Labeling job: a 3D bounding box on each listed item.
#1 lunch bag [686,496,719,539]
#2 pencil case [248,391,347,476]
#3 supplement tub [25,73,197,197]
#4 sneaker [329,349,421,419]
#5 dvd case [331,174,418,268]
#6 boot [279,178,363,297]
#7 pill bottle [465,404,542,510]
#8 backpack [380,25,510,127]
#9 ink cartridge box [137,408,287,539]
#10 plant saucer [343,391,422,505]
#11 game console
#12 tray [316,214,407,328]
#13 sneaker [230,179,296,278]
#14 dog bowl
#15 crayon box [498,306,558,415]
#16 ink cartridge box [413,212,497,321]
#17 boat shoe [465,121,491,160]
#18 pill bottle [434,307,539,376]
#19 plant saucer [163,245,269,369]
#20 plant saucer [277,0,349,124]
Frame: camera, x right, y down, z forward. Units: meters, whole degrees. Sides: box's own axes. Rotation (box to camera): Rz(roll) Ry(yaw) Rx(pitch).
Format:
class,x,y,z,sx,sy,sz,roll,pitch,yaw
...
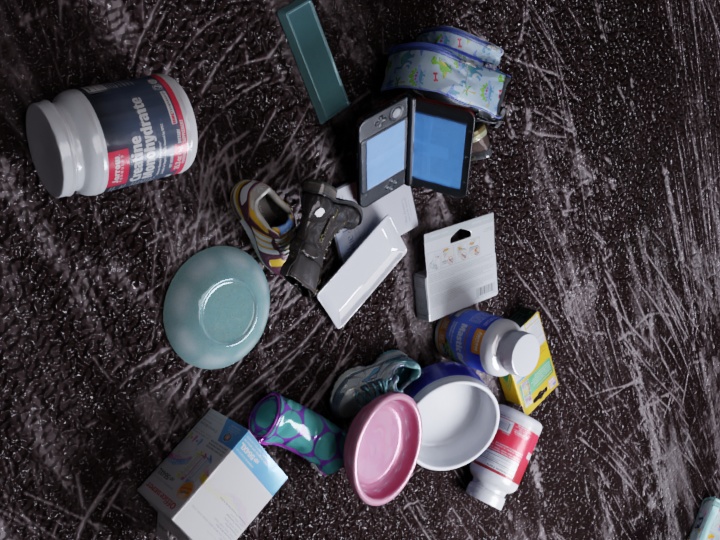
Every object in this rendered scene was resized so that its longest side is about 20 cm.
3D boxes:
class,x,y,z,sx,sy,sz,roll,pitch,yaw
lunch bag,1.034,0.767,2.538,0.200,0.121,0.172,41,74,-43
pencil case,-0.103,0.288,1.514,0.199,0.084,0.094,37,63,-38
supplement tub,-0.336,-0.183,1.185,0.198,0.139,0.143,-21,112,-35
sneaker,0.029,0.211,1.606,0.199,0.086,0.079,-32,117,-31
dvd case,0.019,-0.110,1.576,0.198,0.017,0.145,-30,117,-31
boot,-0.069,-0.042,1.421,0.200,0.068,0.177,30,71,-62
pill bottle,0.301,0.399,1.855,0.112,0.111,0.203,33,79,-39
backpack,0.142,-0.342,1.527,0.197,0.182,0.150,11,89,-30
ink cartridge box,-0.243,0.350,1.381,0.200,0.128,0.126,-48,124,-22
plant saucer,0.035,0.314,1.556,0.199,0.050,0.205,-14,109,-48
game console,0.089,-0.185,1.472,0.171,0.119,0.202,-32,146,-23
tray,0.000,0.000,1.562,0.200,0.022,0.108,-48,139,-16
sneaker,-0.134,-0.057,1.412,0.075,0.089,0.201,-48,125,-21
dog bowl,0.166,0.282,1.691,0.196,0.079,0.204,-7,116,-14
crayon box,0.356,0.200,1.899,0.125,0.051,0.203,-37,120,-28
ink cartridge box,0.188,-0.011,1.721,0.198,0.043,0.177,-18,110,-36
boat shoe,0.159,-0.214,1.547,0.071,0.200,0.067,-33,105,-27
pill bottle,0.248,0.142,1.700,0.111,0.198,0.114,-9,105,-37
plant saucer,-0.220,0.064,1.400,0.198,0.038,0.205,-10,105,-39
plant saucer,-0.073,-0.350,1.450,0.070,0.019,0.202,-38,120,-28
